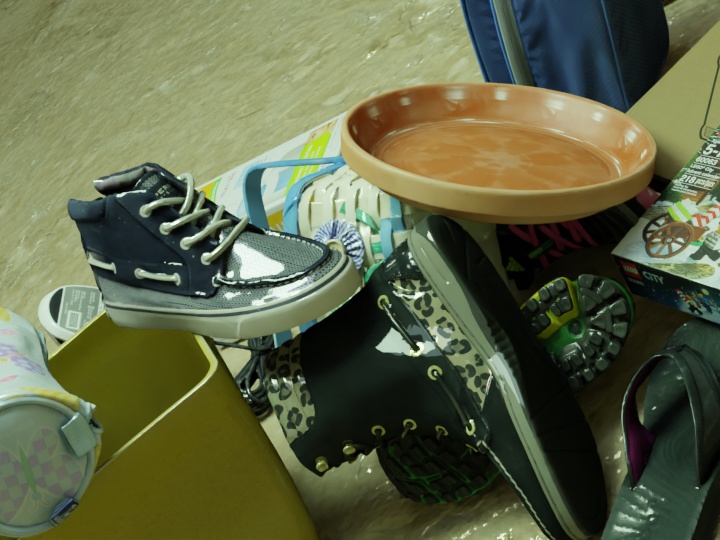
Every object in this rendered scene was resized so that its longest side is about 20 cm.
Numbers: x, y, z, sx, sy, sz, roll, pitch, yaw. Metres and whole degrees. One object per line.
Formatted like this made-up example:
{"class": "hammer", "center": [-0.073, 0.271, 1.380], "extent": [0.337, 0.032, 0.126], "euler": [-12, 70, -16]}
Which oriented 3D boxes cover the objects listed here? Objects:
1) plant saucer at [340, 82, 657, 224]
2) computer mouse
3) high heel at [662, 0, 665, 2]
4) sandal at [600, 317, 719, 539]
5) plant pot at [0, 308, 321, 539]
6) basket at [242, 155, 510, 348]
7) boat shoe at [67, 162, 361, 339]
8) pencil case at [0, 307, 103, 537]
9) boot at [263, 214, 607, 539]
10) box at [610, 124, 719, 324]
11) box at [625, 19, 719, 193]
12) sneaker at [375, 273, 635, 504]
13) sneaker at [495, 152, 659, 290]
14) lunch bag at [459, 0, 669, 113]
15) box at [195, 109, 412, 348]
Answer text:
{"class": "plant saucer", "center": [0.086, -0.074, 0.970], "extent": [0.199, 0.033, 0.201], "euler": [3, 26, -1]}
{"class": "computer mouse", "center": [-0.157, 0.059, 1.208], "extent": [0.110, 0.199, 0.044], "euler": [-92, 19, -53]}
{"class": "high heel", "center": [0.258, -0.282, 1.273], "extent": [0.199, 0.096, 0.068], "euler": [-17, 33, 39]}
{"class": "sandal", "center": [0.171, 0.090, 0.835], "extent": [0.075, 0.048, 0.201], "euler": [-18, 33, 38]}
{"class": "plant pot", "center": [-0.135, 0.150, 1.001], "extent": [0.200, 0.177, 0.200], "euler": [-41, 25, -2]}
{"class": "basket", "center": [0.000, 0.000, 1.057], "extent": [0.139, 0.178, 0.199], "euler": [-17, 5, -40]}
{"class": "boat shoe", "center": [-0.096, -0.016, 0.923], "extent": [0.199, 0.093, 0.075], "euler": [-4, 30, 37]}
{"class": "pencil case", "center": [-0.215, 0.082, 0.916], "extent": [0.091, 0.083, 0.200], "euler": [-44, 25, -7]}
{"class": "boot", "center": [0.041, 0.090, 0.898], "extent": [0.153, 0.204, 0.073], "euler": [-36, -17, 25]}
{"class": "box", "center": [0.259, -0.022, 0.869], "extent": [0.137, 0.038, 0.199], "euler": [-48, 38, -17]}
{"class": "box", "center": [0.275, -0.116, 1.015], "extent": [0.200, 0.021, 0.163], "euler": [-44, 40, -15]}
{"class": "sneaker", "center": [0.094, 0.077, 0.956], "extent": [0.200, 0.078, 0.085], "euler": [-37, -12, 20]}
{"class": "sneaker", "center": [0.126, -0.028, 1.067], "extent": [0.199, 0.074, 0.088], "euler": [2, 53, 54]}
{"class": "lunch bag", "center": [0.150, -0.199, 1.177], "extent": [0.131, 0.201, 0.136], "euler": [0, 40, 27]}
{"class": "box", "center": [-0.064, -0.034, 1.293], "extent": [0.199, 0.102, 0.113], "euler": [-23, 29, 30]}
